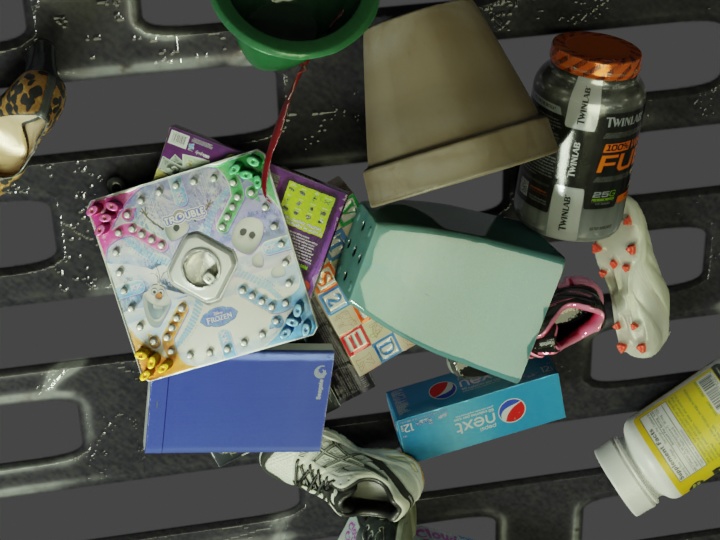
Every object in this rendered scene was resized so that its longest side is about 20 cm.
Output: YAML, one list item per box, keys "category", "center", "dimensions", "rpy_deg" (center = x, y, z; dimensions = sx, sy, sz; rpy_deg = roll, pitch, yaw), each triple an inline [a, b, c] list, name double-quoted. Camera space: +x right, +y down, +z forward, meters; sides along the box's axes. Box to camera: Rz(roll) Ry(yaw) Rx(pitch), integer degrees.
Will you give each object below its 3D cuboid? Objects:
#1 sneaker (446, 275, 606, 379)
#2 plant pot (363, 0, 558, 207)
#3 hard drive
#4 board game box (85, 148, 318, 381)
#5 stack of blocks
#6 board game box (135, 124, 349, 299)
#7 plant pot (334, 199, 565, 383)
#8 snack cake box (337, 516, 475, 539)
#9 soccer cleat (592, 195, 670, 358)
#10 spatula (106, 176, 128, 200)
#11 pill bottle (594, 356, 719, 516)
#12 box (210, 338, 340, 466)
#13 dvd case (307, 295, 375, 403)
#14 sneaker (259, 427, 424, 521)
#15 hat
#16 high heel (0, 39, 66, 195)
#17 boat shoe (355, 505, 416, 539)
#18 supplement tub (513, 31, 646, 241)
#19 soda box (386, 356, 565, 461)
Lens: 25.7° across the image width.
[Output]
- category: "sneaker"
  center: [0.192, 0.073, 1.800]
  dimensions: [0.199, 0.096, 0.080]
  rpy_deg: [-26, 111, 2]
- category: "plant pot"
  center: [0.083, -0.174, 1.593]
  dimensions: [0.198, 0.200, 0.175]
  rpy_deg: [-16, 94, -3]
- category: "hard drive"
  center: [-0.134, 0.141, 1.734]
  dimensions: [0.198, 0.025, 0.133]
  rpy_deg: [1, 119, -14]
- category: "board game box"
  center: [-0.166, -0.002, 1.637]
  dimensions: [0.198, 0.026, 0.202]
  rpy_deg: [-16, 98, 10]
- category: "stack of blocks"
  center: [0.000, 0.000, 1.735]
  dimensions: [0.114, 0.059, 0.201]
  rpy_deg: [-30, 118, -5]
- category: "board game box"
  center: [-0.123, -0.061, 1.647]
  dimensions: [0.198, 0.032, 0.121]
  rpy_deg: [22, 98, 2]
- category: "plant pot"
  center: [0.083, 0.005, 1.660]
  dimensions: [0.198, 0.141, 0.142]
  rpy_deg: [17, 103, -16]
- category: "snack cake box"
  center: [0.077, 0.371, 1.932]
  dimensions: [0.198, 0.115, 0.068]
  rpy_deg: [17, 114, -21]
- category: "soccer cleat"
  center: [0.315, 0.002, 1.818]
  dimensions: [0.077, 0.069, 0.202]
  rpy_deg: [-30, 116, -43]
- category: "spatula"
  center: [-0.224, -0.019, 1.703]
  dimensions: [0.056, 0.021, 0.201]
  rpy_deg: [-23, 123, 2]
- category: "pill bottle"
  center: [0.390, 0.202, 1.909]
  dimensions: [0.199, 0.115, 0.114]
  rpy_deg: [-35, 120, 8]
- category: "box"
  center: [-0.132, 0.105, 1.758]
  dimensions: [0.158, 0.046, 0.201]
  rpy_deg: [-27, 122, 2]
- category: "dvd case"
  center: [-0.100, 0.120, 1.812]
  dimensions: [0.199, 0.016, 0.149]
  rpy_deg: [-27, 121, 2]
- category: "sneaker"
  center: [-0.029, 0.237, 1.819]
  dimensions: [0.198, 0.088, 0.076]
  rpy_deg: [8, 118, 14]
- category: "hat"
  center: [-0.082, -0.224, 1.589]
  dimensions: [0.165, 0.200, 0.177]
  rpy_deg: [37, 150, 12]
- category: "high heel"
  center: [-0.349, -0.119, 1.551]
  dimensions: [0.071, 0.143, 0.201]
  rpy_deg: [22, 112, -22]
- category: "boat shoe"
  center: [0.028, 0.309, 1.845]
  dimensions: [0.065, 0.200, 0.075]
  rpy_deg: [-6, 117, 8]
- category: "supplement tub"
  center: [0.235, -0.143, 1.679]
  dimensions: [0.121, 0.123, 0.202]
  rpy_deg: [0, 119, -12]
- category: "soda box"
  center: [0.135, 0.158, 1.857]
  dimensions: [0.198, 0.064, 0.068]
  rpy_deg: [-16, 121, -3]
